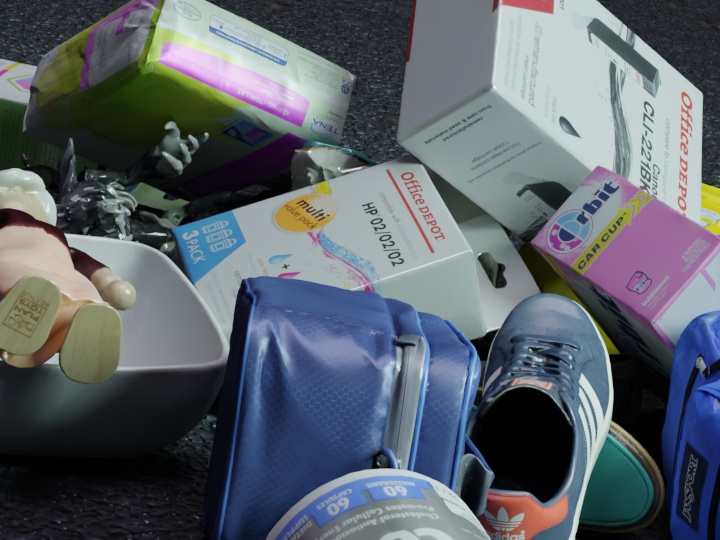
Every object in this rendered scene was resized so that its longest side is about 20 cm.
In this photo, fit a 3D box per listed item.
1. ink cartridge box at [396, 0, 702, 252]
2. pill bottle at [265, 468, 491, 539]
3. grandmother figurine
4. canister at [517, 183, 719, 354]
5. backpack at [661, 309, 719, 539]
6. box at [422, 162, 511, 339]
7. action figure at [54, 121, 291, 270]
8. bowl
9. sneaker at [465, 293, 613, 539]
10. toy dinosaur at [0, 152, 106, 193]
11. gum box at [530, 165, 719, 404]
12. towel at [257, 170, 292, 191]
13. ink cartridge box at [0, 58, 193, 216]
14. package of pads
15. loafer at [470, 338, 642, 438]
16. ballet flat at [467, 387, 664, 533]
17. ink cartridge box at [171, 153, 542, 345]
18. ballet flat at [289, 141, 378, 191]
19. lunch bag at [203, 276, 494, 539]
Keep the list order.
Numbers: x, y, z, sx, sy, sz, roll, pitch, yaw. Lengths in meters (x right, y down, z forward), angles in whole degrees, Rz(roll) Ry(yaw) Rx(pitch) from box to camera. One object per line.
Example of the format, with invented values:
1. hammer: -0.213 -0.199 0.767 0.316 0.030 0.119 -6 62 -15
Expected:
1. ink cartridge box: 0.124 -0.095 1.487 0.200 0.084 0.145 37 43 -32
2. pill bottle: 0.030 0.175 1.002 0.113 0.114 0.200 5 20 -19
3. grandmother figurine: -0.181 -0.005 1.271 0.121 0.061 0.200 35 8 -23
4. canister: 0.209 0.005 1.640 0.148 0.087 0.200 22 23 27
5. backpack: 0.246 0.098 1.276 0.167 0.163 0.200 -5 25 -31
6. box: 0.066 -0.039 1.546 0.068 0.082 0.200 12 51 7
7. action figure: -0.123 -0.033 1.512 0.200 0.119 0.102 5 -25 -37
8. bowl: -0.185 0.044 1.317 0.199 0.075 0.200 3 20 -21
9. sneaker: 0.094 0.072 1.257 0.075 0.085 0.200 0 45 10
10. toy dinosaur: -0.227 -0.056 1.631 0.200 0.048 0.088 23 25 19
11. gum box: 0.200 0.037 1.421 0.113 0.066 0.200 36 -8 47
12. towel: -0.013 -0.065 1.695 0.152 0.023 0.200 13 -3 -25
13. ink cartridge box: -0.203 -0.101 1.743 0.199 0.059 0.104 13 19 6
14. package of pads: -0.121 -0.112 1.571 0.154 0.068 0.200 23 -22 -26
15. loafer: 0.075 0.057 1.443 0.199 0.063 0.072 15 21 9
16. ballet flat: 0.084 0.094 1.346 0.200 0.069 0.063 20 6 19
17. ink cartridge box: 0.000 0.000 1.409 0.200 0.068 0.115 -18 38 -8
18. ballet flat: -0.003 -0.029 1.549 0.072 0.072 0.200 17 -8 15
19. lunch bag: -0.003 0.083 1.176 0.132 0.136 0.200 9 7 -6
